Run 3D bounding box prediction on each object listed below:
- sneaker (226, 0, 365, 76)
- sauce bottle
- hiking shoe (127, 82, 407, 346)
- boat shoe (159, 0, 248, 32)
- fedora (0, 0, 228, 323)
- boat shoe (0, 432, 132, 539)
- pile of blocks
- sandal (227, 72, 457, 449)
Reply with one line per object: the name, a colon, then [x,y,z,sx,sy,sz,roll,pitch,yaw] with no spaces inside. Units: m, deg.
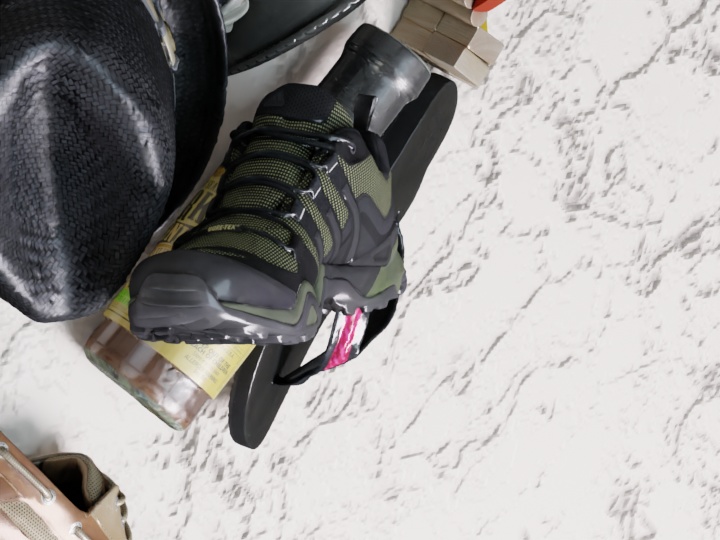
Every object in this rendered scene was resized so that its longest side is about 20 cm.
sneaker: [-0.005,-0.165,1.154,0.200,0.089,0.074,-39,-177,23]
sauce bottle: [-0.043,-0.023,1.217,0.200,0.065,0.065,-53,138,-9]
hiking shoe: [-0.041,-0.025,1.104,0.200,0.076,0.101,-20,109,-69]
boat shoe: [-0.072,-0.129,1.122,0.072,0.066,0.200,7,108,-46]
fedora: [-0.129,-0.051,1.054,0.201,0.092,0.201,-11,129,-14]
boat shoe: [-0.132,0.120,1.208,0.072,0.076,0.200,-56,140,-6]
pile of blocks: [0.054,-0.168,1.225,0.082,0.062,0.200,-33,133,-26]
sandal: [0.000,0.000,1.268,0.200,0.045,0.075,-58,167,-3]
